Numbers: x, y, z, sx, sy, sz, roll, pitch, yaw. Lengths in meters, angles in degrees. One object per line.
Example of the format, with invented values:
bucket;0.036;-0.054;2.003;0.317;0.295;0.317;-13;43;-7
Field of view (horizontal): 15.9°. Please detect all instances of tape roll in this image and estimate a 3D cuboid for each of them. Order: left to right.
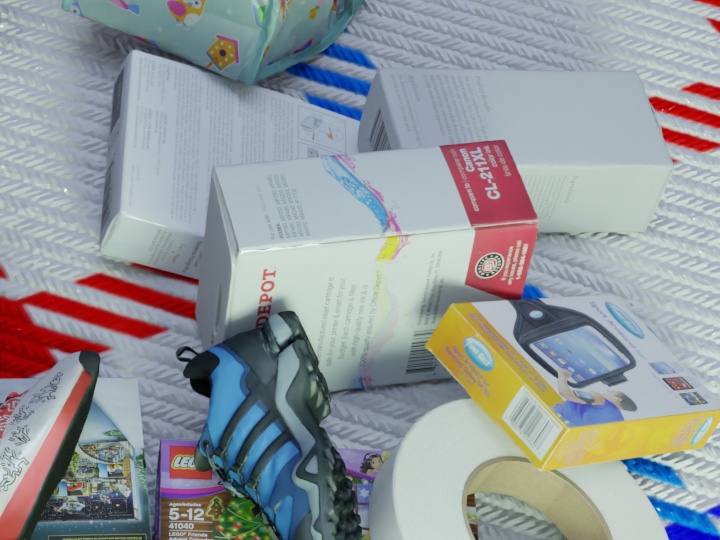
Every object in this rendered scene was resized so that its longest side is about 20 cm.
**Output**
tape roll;0.100;0.167;1.558;0.202;0.037;0.203;18;44;-19

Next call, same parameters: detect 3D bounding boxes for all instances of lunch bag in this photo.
lunch bag;-0.092;-0.229;1.865;0.170;0.122;0.200;24;28;17

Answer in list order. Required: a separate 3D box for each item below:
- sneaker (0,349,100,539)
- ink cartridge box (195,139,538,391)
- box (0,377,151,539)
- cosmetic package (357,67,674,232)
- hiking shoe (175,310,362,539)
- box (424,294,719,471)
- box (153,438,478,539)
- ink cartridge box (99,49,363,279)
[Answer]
sneaker;-0.232;0.109;1.516;0.107;0.067;0.202;20;51;2
ink cartridge box;0.000;0.000;1.656;0.199;0.146;0.083;-5;48;-15
box;-0.231;0.130;1.570;0.199;0.038;0.137;0;49;-10
cosmetic package;0.107;-0.083;1.794;0.199;0.074;0.102;1;47;-17
hiking shoe;-0.054;0.121;1.549;0.086;0.075;0.201;-19;50;6
box;0.147;0.068;1.642;0.199;0.042;0.119;-5;43;-48
box;-0.027;0.172;1.569;0.199;0.039;0.137;3;47;-7
ink cartridge box;-0.078;-0.058;1.777;0.199;0.047;0.161;17;45;-18
